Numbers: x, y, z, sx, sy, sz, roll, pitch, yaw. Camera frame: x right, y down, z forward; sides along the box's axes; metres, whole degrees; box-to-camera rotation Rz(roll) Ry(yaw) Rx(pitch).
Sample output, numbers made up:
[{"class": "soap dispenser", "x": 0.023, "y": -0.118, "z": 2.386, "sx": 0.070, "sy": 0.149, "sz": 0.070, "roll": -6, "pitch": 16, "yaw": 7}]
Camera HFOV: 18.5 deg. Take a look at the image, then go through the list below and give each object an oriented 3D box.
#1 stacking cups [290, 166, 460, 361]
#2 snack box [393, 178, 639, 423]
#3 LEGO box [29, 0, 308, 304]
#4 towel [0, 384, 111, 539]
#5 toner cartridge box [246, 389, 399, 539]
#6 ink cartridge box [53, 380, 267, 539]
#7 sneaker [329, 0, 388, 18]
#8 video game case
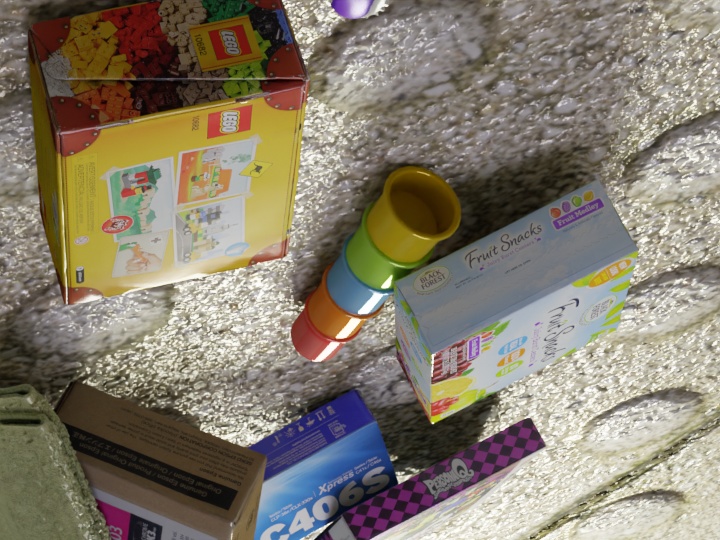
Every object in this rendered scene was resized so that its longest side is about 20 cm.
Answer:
[{"class": "stacking cups", "x": 0.000, "y": 0.000, "z": 1.591, "sx": 0.060, "sy": 0.061, "sz": 0.200, "roll": 0, "pitch": 152, "yaw": -30}, {"class": "snack box", "x": 0.111, "y": 0.027, "z": 1.627, "sx": 0.168, "sy": 0.068, "sz": 0.200, "roll": -26, "pitch": 164, "yaw": -7}, {"class": "LEGO box", "x": -0.118, "y": -0.074, "z": 1.337, "sx": 0.148, "sy": 0.077, "sz": 0.200, "roll": -12, "pitch": 152, "yaw": -13}, {"class": "towel", "x": -0.262, "y": 0.158, "z": 1.624, "sx": 0.148, "sy": 0.037, "sz": 0.201, "roll": 2, "pitch": 132, "yaw": 22}, {"class": "toner cartridge box", "x": -0.071, "y": 0.185, "z": 1.821, "sx": 0.199, "sy": 0.043, "sz": 0.095, "roll": -29, "pitch": 138, "yaw": -7}, {"class": "ink cartridge box", "x": -0.166, "y": 0.198, "z": 1.695, "sx": 0.164, "sy": 0.075, "sz": 0.201, "roll": 19, "pitch": 137, "yaw": 8}, {"class": "sneaker", "x": -0.034, "y": -0.207, "z": 1.184, "sx": 0.099, "sy": 0.070, "sz": 0.200, "roll": -9, "pitch": 148, "yaw": -2}, {"class": "video game case", "x": 0.047, "y": 0.208, "z": 1.921, "sx": 0.199, "sy": 0.036, "sz": 0.181, "roll": -25, "pitch": 167, "yaw": -26}]
